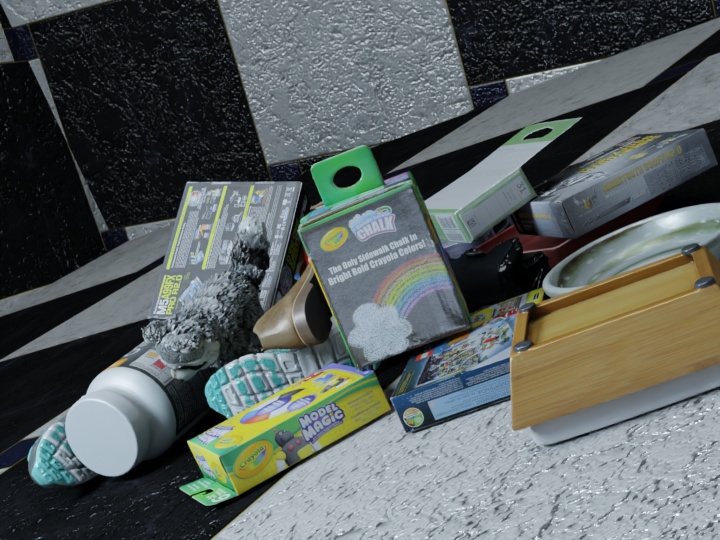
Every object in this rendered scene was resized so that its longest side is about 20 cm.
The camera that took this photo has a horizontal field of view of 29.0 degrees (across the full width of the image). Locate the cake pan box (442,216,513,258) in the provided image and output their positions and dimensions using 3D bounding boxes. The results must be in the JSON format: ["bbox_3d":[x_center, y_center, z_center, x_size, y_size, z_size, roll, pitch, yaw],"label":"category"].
[{"bbox_3d":[0.109,-0.028,1.863,0.200,0.052,0.184,-20,13,22],"label":"cake pan box"}]

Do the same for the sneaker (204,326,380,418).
[{"bbox_3d":[-0.071,0.112,1.527,0.200,0.078,0.091,-16,2,-1],"label":"sneaker"}]

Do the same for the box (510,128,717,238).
[{"bbox_3d":[0.289,-0.102,1.623,0.200,0.048,0.158,-27,10,-13],"label":"box"}]

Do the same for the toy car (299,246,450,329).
[{"bbox_3d":[0.000,0.000,1.678,0.175,0.150,0.200,-30,11,-32],"label":"toy car"}]

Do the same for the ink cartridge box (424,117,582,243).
[{"bbox_3d":[0.168,-0.106,1.658,0.200,0.048,0.146,-35,13,-15],"label":"ink cartridge box"}]

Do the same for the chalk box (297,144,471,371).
[{"bbox_3d":[0.016,-0.023,1.380,0.124,0.200,0.124,-21,6,4],"label":"chalk box"}]

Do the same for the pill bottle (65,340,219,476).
[{"bbox_3d":[-0.239,0.146,1.578,0.116,0.116,0.200,-18,11,30],"label":"pill bottle"}]

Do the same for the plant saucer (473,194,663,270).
[{"bbox_3d":[0.246,-0.046,1.674,0.200,0.037,0.200,-31,12,-30],"label":"plant saucer"}]

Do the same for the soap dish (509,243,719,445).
[{"bbox_3d":[0.211,0.054,1.104,0.200,0.081,0.157,-20,10,14],"label":"soap dish"}]

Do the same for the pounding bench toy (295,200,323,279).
[{"bbox_3d":[-0.099,-0.016,2.065,0.156,0.124,0.200,-15,13,40],"label":"pounding bench toy"}]

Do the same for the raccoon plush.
[{"bbox_3d":[-0.174,0.026,1.534,0.097,0.200,0.134,-7,-16,26],"label":"raccoon plush"}]

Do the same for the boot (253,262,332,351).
[{"bbox_3d":[-0.061,0.031,1.510,0.075,0.074,0.200,-20,14,21],"label":"boot"}]

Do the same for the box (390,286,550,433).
[{"bbox_3d":[0.113,0.081,1.317,0.136,0.038,0.200,-22,10,17],"label":"box"}]

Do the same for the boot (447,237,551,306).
[{"bbox_3d":[0.091,0.009,1.501,0.168,0.077,0.200,-7,-1,43],"label":"boot"}]

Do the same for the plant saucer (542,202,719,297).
[{"bbox_3d":[0.276,-0.003,1.340,0.200,0.050,0.200,-24,11,5],"label":"plant saucer"}]

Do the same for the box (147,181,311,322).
[{"bbox_3d":[-0.157,-0.016,1.693,0.160,0.044,0.200,0,59,19],"label":"box"}]

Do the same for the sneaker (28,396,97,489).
[{"bbox_3d":[-0.345,0.216,1.597,0.091,0.078,0.200,-39,3,11],"label":"sneaker"}]

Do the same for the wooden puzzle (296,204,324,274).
[{"bbox_3d":[-0.034,-0.039,1.808,0.200,0.046,0.185,-16,-18,7],"label":"wooden puzzle"}]

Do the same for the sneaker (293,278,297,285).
[{"bbox_3d":[-0.079,0.030,1.802,0.075,0.116,0.200,-23,10,19],"label":"sneaker"}]

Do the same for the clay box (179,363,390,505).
[{"bbox_3d":[-0.083,0.157,1.349,0.200,0.048,0.115,-27,10,-20],"label":"clay box"}]
